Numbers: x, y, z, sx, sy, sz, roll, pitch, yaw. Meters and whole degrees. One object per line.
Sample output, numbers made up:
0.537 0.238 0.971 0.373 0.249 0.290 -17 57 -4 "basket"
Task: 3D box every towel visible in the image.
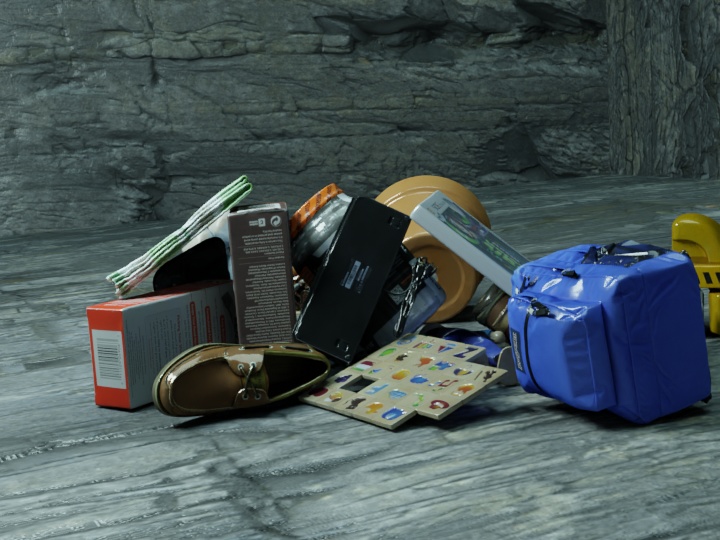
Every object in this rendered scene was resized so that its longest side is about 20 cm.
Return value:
-0.214 -0.045 1.337 0.199 0.031 0.149 -40 9 -6 "towel"

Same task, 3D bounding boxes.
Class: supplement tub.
0.000 0.000 1.379 0.122 0.200 0.123 -41 -4 -4 "supplement tub"

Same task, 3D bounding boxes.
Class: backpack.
0.228 0.053 1.138 0.165 0.165 0.200 -10 11 -21 "backpack"

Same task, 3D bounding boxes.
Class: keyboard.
0.012 0.018 1.300 0.126 0.202 0.021 24 -22 1 "keyboard"

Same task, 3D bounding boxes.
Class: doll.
0.111 0.091 1.316 0.134 0.049 0.200 -5 9 -15 "doll"

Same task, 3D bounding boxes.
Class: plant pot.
0.097 -0.016 1.625 0.197 0.203 0.141 -3 25 2 "plant pot"

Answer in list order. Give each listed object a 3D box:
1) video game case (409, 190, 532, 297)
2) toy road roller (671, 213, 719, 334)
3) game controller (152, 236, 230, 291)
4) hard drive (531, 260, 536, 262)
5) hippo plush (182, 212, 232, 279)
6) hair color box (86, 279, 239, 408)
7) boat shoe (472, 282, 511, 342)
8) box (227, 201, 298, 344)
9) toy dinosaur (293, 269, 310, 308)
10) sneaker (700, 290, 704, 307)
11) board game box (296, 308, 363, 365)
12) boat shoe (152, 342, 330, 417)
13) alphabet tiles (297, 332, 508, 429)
0.156 -0.024 1.388 0.199 0.023 0.182 38 15 3 "video game case"
0.457 0.003 1.427 0.197 0.149 0.123 0 9 21 "toy road roller"
-0.212 0.032 1.450 0.042 0.201 0.104 41 64 19 "game controller"
0.293 0.024 1.548 0.197 0.043 0.135 0 -19 22 "hard drive"
-0.201 -0.009 1.721 0.198 0.161 0.160 -28 7 -24 "hippo plush"
-0.219 0.080 1.303 0.063 0.113 0.199 2 9 35 "hair color box"
0.205 0.063 1.429 0.074 0.076 0.199 40 15 22 "boat shoe"
-0.111 0.027 1.311 0.074 0.203 0.100 -6 8 -4 "box"
-0.076 0.017 1.552 0.134 0.104 0.200 13 -9 7 "toy dinosaur"
0.335 0.066 1.298 0.114 0.077 0.200 1 12 17 "sneaker"
-0.075 0.078 1.492 0.197 0.042 0.199 1 9 27 "board game box"
-0.120 0.108 1.186 0.198 0.073 0.067 -14 9 -40 "boat shoe"
0.053 0.114 1.181 0.166 0.008 0.199 -27 20 -32 "alphabet tiles"
